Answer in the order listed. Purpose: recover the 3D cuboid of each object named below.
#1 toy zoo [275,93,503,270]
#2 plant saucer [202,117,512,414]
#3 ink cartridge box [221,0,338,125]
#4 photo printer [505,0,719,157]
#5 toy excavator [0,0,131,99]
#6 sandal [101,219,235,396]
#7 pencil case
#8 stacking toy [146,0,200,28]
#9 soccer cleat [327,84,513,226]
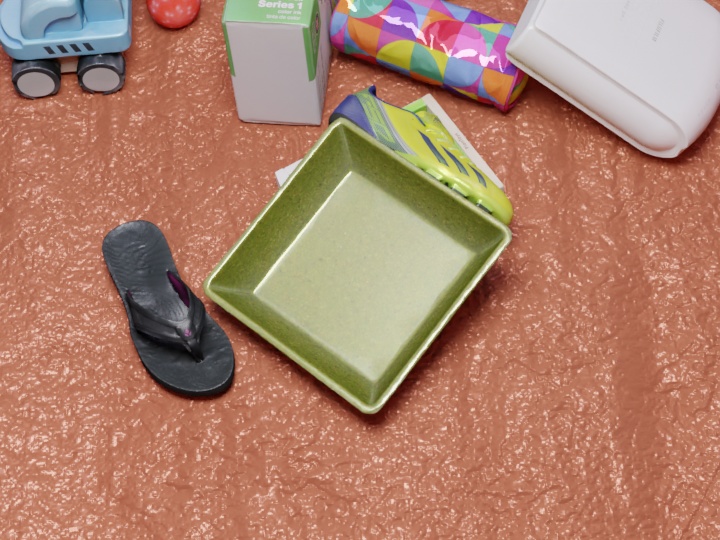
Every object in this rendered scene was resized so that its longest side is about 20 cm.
[{"bbox_3d":[0.013,-0.071,1.615,0.200,0.020,0.131,-29,59,-13],"label":"toy zoo"},{"bbox_3d":[0.000,0.000,1.530,0.200,0.048,0.200,35,81,22],"label":"plant saucer"},{"bbox_3d":[-0.069,-0.260,1.673,0.084,0.145,0.200,3,56,6],"label":"ink cartridge box"},{"bbox_3d":[0.245,-0.206,1.617,0.200,0.069,0.167,33,55,-9],"label":"photo printer"},{"bbox_3d":[-0.255,-0.265,1.659,0.194,0.200,0.100,-5,57,2],"label":"toy excavator"},{"bbox_3d":[-0.176,0.029,1.548,0.075,0.048,0.201,-27,58,-13],"label":"sandal"},{"bbox_3d":[0.066,-0.220,1.660,0.200,0.088,0.089,23,61,9],"label":"pencil case"},{"bbox_3d":[-0.207,-0.326,1.777,0.085,0.085,0.200,-17,64,-6],"label":"stacking toy"},{"bbox_3d":[0.062,-0.106,1.583,0.200,0.065,0.084,32,62,23],"label":"soccer cleat"}]
